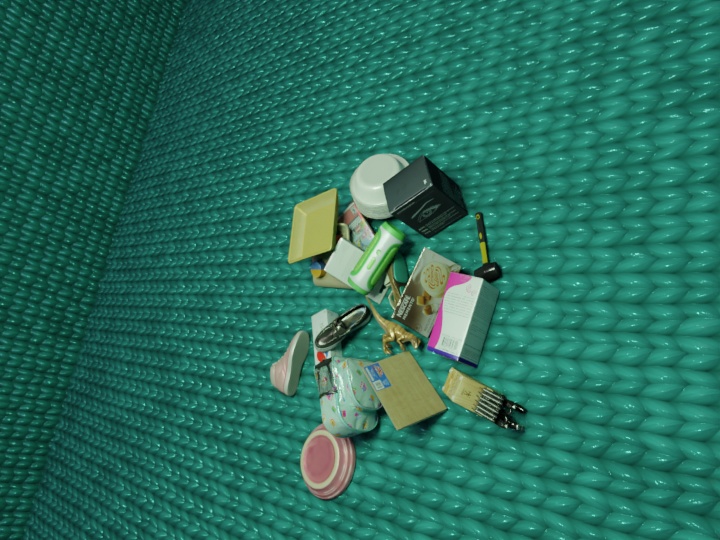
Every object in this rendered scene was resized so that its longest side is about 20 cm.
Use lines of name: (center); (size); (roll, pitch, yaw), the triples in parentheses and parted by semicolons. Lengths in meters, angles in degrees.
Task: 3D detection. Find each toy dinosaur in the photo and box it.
toy dinosaur: (0.083, 0.164, 1.483); (0.197, 0.060, 0.109); (32, 111, 25)

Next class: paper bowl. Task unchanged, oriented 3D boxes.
paper bowl: (0.062, -0.268, 1.630); (0.194, 0.105, 0.206); (-10, 56, 14)

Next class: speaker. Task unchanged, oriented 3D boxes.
speaker: (0.045, -0.034, 1.531); (0.203, 0.087, 0.088); (-56, 46, 12)

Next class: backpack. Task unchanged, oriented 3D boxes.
backpack: (-0.025, 0.339, 1.450); (0.151, 0.173, 0.207); (-20, 64, 38)

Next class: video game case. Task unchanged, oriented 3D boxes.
video game case: (-0.017, -0.086, 1.678); (0.142, 0.017, 0.203); (-40, 71, 23)

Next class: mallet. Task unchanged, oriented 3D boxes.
mallet: (0.327, -0.067, 1.403); (0.064, 0.041, 0.207); (-16, 59, 37)

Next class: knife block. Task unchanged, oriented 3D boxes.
knife block: (0.293, 0.306, 1.269); (0.066, 0.171, 0.200); (-63, 1, -3)

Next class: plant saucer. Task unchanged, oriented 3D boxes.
plant saucer: (-0.101, 0.533, 1.522); (0.196, 0.050, 0.207); (-18, 62, 36)
plant saucer: (-0.135, -0.128, 1.666); (0.196, 0.048, 0.207); (-15, 63, 40)

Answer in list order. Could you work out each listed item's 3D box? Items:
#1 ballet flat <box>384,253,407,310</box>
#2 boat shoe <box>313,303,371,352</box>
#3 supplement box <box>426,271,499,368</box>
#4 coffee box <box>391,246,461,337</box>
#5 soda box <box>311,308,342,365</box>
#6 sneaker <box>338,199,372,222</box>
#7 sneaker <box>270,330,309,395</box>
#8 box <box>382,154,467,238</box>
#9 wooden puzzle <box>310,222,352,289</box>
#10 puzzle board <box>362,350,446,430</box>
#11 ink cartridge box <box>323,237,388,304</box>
ballet flat: (0.105, 0.051, 1.538); (0.072, 0.066, 0.206); (-35, 57, 38)
boat shoe: (-0.057, 0.162, 1.581); (0.197, 0.057, 0.069); (-35, 61, -5)
supplement box: (0.256, 0.122, 1.340); (0.099, 0.102, 0.206); (13, 83, 44)
coffee box: (0.174, 0.059, 1.422); (0.112, 0.080, 0.205); (27, 90, 10)
soda box: (-0.099, 0.228, 1.639); (0.067, 0.063, 0.206); (-26, 56, 30)
sneaker: (-0.029, -0.179, 1.752); (0.196, 0.074, 0.083); (-24, 48, 26)
sneaker: (-0.234, 0.286, 1.725); (0.102, 0.075, 0.207); (10, 83, 38)
box: (0.177, -0.196, 1.474); (0.146, 0.198, 0.107); (-30, 54, 27)
wooden puzzle: (-0.103, -0.043, 1.700); (0.182, 0.045, 0.208); (2, 102, 45)
puzzle board: (0.110, 0.304, 1.384); (0.201, 0.146, 0.018); (55, 150, 40)
ink cartridge box: (0.000, 0.000, 1.612); (0.196, 0.050, 0.111); (31, 98, 1)
